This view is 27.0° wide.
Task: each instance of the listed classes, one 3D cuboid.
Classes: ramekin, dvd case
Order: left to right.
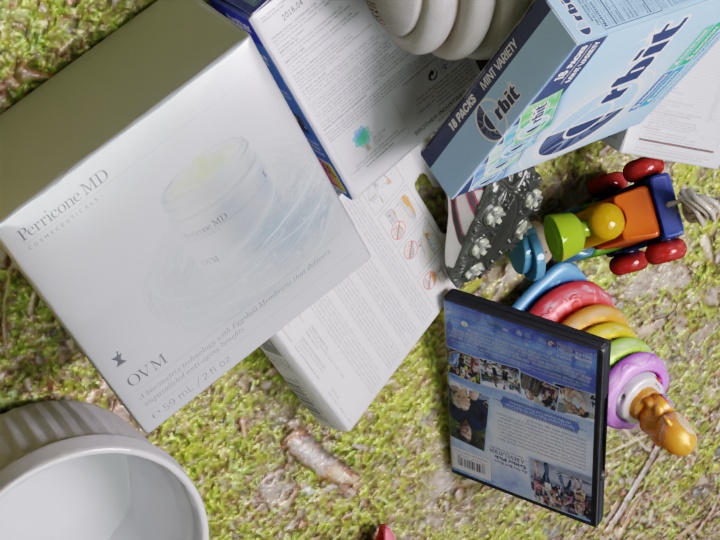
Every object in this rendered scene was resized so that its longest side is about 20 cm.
[{"bbox_3d":[-0.218,0.190,1.078,0.198,0.105,0.202,-14,120,-26],"label":"ramekin"},{"bbox_3d":[0.136,0.115,1.232,0.018,0.142,0.202,-47,144,-41],"label":"dvd case"}]

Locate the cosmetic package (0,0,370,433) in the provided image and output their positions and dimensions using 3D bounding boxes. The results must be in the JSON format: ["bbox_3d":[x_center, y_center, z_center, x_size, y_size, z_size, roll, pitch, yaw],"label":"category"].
[{"bbox_3d":[-0.132,-0.041,1.001,0.199,0.123,0.201,-38,127,-10],"label":"cosmetic package"}]

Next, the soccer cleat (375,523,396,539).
[{"bbox_3d":[-0.052,0.273,1.265,0.198,0.067,0.077,-12,89,-21],"label":"soccer cleat"}]

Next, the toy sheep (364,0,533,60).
[{"bbox_3d":[0.066,-0.198,0.950,0.198,0.138,0.139,-11,120,-18],"label":"toy sheep"}]

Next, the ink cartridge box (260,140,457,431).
[{"bbox_3d":[0.000,0.000,1.168,0.201,0.050,0.161,-53,132,-22],"label":"ink cartridge box"}]

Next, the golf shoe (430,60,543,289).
[{"bbox_3d":[0.095,-0.080,1.157,0.077,0.088,0.201,-22,139,-40],"label":"golf shoe"}]

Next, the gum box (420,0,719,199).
[{"bbox_3d":[0.156,-0.136,0.993,0.199,0.045,0.170,-22,162,-36],"label":"gum box"}]

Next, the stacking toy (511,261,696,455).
[{"bbox_3d":[0.208,0.089,1.233,0.110,0.200,0.116,-44,131,-4],"label":"stacking toy"}]

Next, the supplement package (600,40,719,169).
[{"bbox_3d":[0.242,-0.197,1.164,0.113,0.109,0.202,6,111,-34],"label":"supplement package"}]

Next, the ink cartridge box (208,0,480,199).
[{"bbox_3d":[-0.013,-0.172,1.034,0.136,0.076,0.201,-41,130,-12],"label":"ink cartridge box"}]

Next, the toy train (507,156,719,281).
[{"bbox_3d":[0.196,-0.038,1.175,0.115,0.200,0.086,-15,87,-15],"label":"toy train"}]
